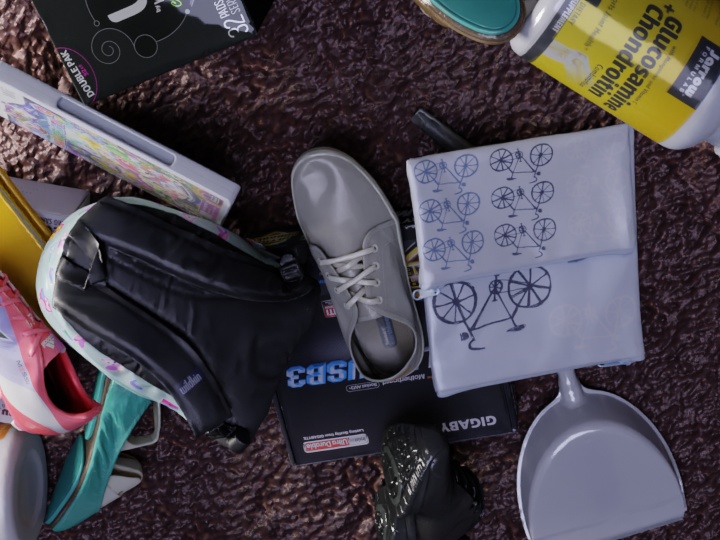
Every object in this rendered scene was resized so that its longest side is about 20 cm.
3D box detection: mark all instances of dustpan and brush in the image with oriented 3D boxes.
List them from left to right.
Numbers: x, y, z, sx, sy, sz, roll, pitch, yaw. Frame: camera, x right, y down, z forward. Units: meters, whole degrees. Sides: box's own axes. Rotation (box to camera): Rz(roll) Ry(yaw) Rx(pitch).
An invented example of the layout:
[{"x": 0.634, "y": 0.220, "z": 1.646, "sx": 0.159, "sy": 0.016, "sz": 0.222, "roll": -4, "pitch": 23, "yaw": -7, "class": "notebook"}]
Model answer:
[{"x": 0.183, "y": 0.129, "z": 1.380, "sx": 0.138, "sy": 0.057, "sz": 0.201, "roll": -16, "pitch": 118, "yaw": 2, "class": "dustpan and brush"}]

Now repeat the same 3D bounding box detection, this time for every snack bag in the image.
[{"x": 0.131, "y": -0.005, "z": 1.292, "sx": 0.187, "sy": 0.021, "sz": 0.202, "roll": -9, "pitch": 107, "yaw": -13, "class": "snack bag"}]

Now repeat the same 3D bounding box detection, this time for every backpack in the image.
[{"x": -0.149, "y": 0.030, "z": 1.269, "sx": 0.199, "sy": 0.126, "sz": 0.168, "roll": 28, "pitch": 72, "yaw": -16, "class": "backpack"}]

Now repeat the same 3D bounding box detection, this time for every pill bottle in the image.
[{"x": -0.379, "y": 0.186, "z": 1.440, "sx": 0.198, "sy": 0.112, "sz": 0.113, "roll": 1, "pitch": 114, "yaw": 8, "class": "pill bottle"}, {"x": 0.216, "y": -0.159, "z": 1.209, "sx": 0.199, "sy": 0.112, "sz": 0.112, "roll": 30, "pitch": 114, "yaw": -6, "class": "pill bottle"}]

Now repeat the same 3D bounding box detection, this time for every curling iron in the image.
[{"x": 0.113, "y": -0.054, "z": 1.315, "sx": 0.050, "sy": 0.026, "sz": 0.200, "roll": -42, "pitch": 103, "yaw": 15, "class": "curling iron"}]

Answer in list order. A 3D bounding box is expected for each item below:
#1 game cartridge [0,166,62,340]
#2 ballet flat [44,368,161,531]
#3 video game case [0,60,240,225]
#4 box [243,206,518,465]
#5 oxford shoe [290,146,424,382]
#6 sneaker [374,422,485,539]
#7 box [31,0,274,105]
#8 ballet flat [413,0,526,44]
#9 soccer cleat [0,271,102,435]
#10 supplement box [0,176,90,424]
[{"x": -0.333, "y": 0.011, "z": 1.336, "sx": 0.199, "sy": 0.032, "sz": 0.177, "roll": -29, "pitch": 107, "yaw": 20, "class": "game cartridge"}, {"x": -0.212, "y": 0.152, "z": 1.431, "sx": 0.070, "sy": 0.068, "sz": 0.201, "roll": 16, "pitch": 118, "yaw": -16, "class": "ballet flat"}, {"x": -0.189, "y": -0.093, "z": 1.283, "sx": 0.199, "sy": 0.143, "sz": 0.018, "roll": 28, "pitch": 81, "yaw": -5, "class": "video game case"}, {"x": 0.016, "y": 0.052, "z": 1.365, "sx": 0.198, "sy": 0.050, "sz": 0.200, "roll": -8, "pitch": 111, "yaw": 12, "class": "box"}, {"x": 0.000, "y": 0.000, "z": 1.288, "sx": 0.075, "sy": 0.058, "sz": 0.202, "roll": -15, "pitch": 108, "yaw": 16, "class": "oxford shoe"}, {"x": 0.062, "y": 0.179, "z": 1.377, "sx": 0.090, "sy": 0.077, "sz": 0.201, "roll": -7, "pitch": 151, "yaw": -9, "class": "sneaker"}, {"x": -0.169, "y": -0.252, "z": 1.211, "sx": 0.147, "sy": 0.125, "sz": 0.201, "roll": -20, "pitch": 111, "yaw": 14, "class": "box"}, {"x": 0.038, "y": -0.226, "z": 1.212, "sx": 0.200, "sy": 0.072, "sz": 0.068, "roll": 39, "pitch": 75, "yaw": 10, "class": "ballet flat"}, {"x": -0.270, "y": 0.042, "z": 1.283, "sx": 0.076, "sy": 0.067, "sz": 0.201, "roll": -10, "pitch": 119, "yaw": 31, "class": "soccer cleat"}, {"x": -0.289, "y": 0.027, "z": 1.385, "sx": 0.108, "sy": 0.061, "sz": 0.202, "roll": 9, "pitch": 115, "yaw": 3, "class": "supplement box"}]
